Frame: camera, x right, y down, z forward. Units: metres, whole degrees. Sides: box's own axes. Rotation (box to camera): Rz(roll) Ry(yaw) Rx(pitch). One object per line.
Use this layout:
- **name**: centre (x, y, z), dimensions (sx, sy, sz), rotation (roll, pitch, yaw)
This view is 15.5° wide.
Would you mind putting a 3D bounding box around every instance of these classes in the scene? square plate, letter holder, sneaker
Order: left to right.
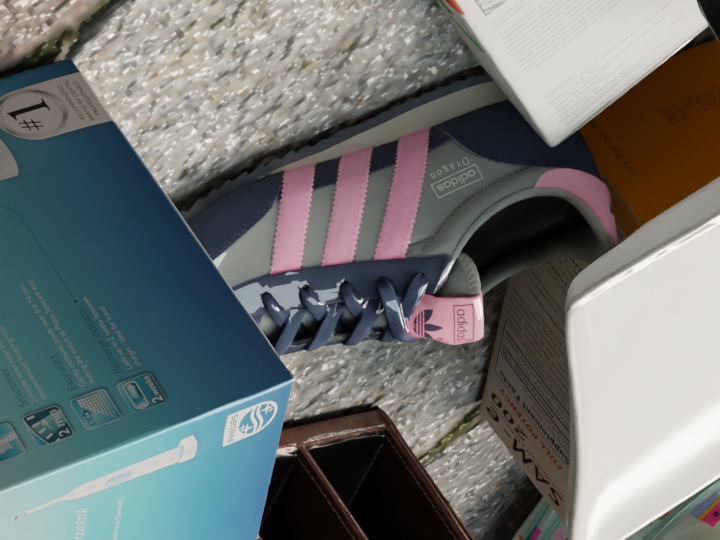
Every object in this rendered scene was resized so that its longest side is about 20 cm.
- **letter holder**: centre (-0.029, 0.182, 1.099), dimensions (0.100, 0.142, 0.200), rotation (-10, 141, -38)
- **sneaker**: centre (0.000, 0.000, 0.938), dimensions (0.200, 0.082, 0.070), rotation (-28, 149, -14)
- **square plate**: centre (0.153, 0.011, 1.014), dimensions (0.198, 0.028, 0.200), rotation (-33, 150, -16)

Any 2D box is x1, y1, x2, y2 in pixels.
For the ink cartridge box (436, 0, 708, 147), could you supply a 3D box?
- **ink cartridge box**: centre (0.064, -0.128, 0.862), dimensions (0.109, 0.050, 0.200), rotation (-39, 149, 3)

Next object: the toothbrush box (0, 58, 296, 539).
- **toothbrush box**: centre (-0.143, 0.038, 0.779), dimensions (0.200, 0.147, 0.085), rotation (-20, 146, -28)

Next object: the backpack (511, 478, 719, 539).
- **backpack**: centre (0.146, 0.140, 1.243), dimensions (0.167, 0.127, 0.200), rotation (-20, 147, -48)

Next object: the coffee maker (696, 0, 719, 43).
- **coffee maker**: centre (0.216, -0.152, 0.843), dimensions (0.200, 0.135, 0.192), rotation (-44, 157, -27)

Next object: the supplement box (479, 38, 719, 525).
- **supplement box**: centre (0.130, 0.002, 1.084), dimensions (0.126, 0.074, 0.200), rotation (-23, 147, -22)
